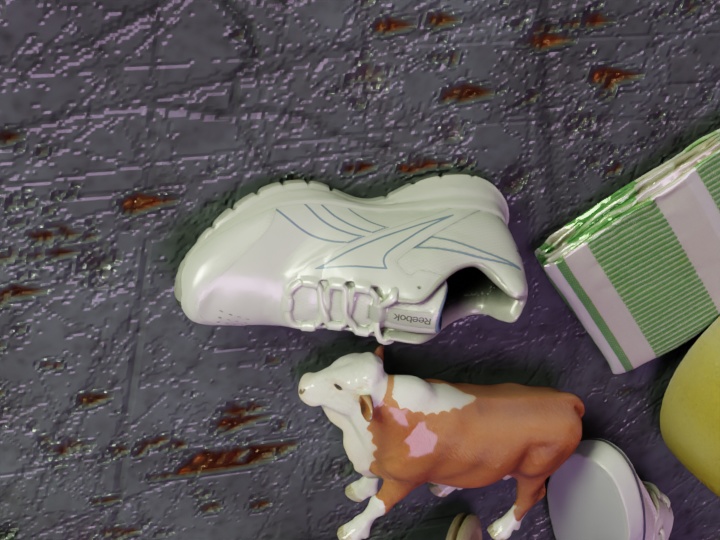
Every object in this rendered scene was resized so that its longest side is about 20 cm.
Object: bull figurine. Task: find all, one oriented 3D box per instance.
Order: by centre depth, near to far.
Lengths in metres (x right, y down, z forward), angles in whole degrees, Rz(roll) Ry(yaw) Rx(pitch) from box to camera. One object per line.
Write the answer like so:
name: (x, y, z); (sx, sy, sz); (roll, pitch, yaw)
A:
bull figurine: (0.045, 0.106, 1.125); (0.199, 0.065, 0.122); (7, 129, -29)

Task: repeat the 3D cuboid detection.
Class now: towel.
towel: (0.213, -0.027, 1.123); (0.199, 0.023, 0.153); (-36, 137, 4)

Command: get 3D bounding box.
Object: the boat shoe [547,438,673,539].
boat shoe: (0.178, 0.174, 1.262); (0.070, 0.071, 0.201); (-42, 138, -28)

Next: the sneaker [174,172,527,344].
sneaker: (0.000, 0.000, 0.990); (0.198, 0.087, 0.075); (-10, 135, -17)

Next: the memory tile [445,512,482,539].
memory tile: (0.051, 0.270, 1.205); (0.017, 0.201, 0.154); (9, 140, 21)

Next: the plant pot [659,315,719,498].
plant pot: (0.313, 0.107, 1.193); (0.199, 0.142, 0.201); (-18, 140, -16)
